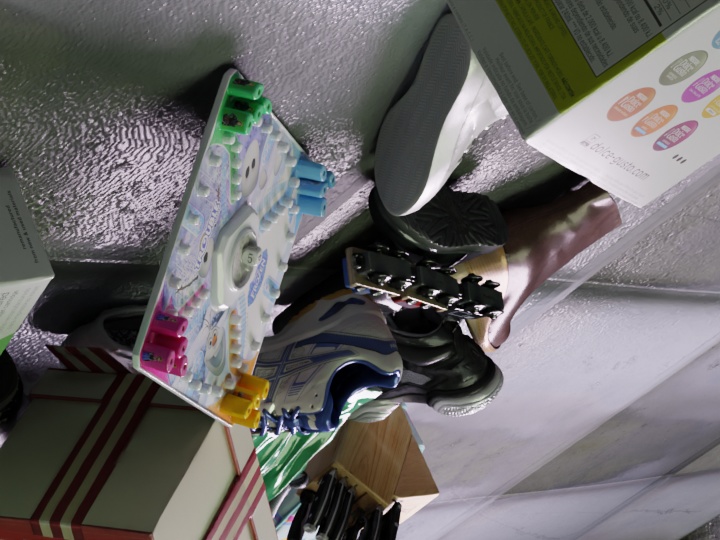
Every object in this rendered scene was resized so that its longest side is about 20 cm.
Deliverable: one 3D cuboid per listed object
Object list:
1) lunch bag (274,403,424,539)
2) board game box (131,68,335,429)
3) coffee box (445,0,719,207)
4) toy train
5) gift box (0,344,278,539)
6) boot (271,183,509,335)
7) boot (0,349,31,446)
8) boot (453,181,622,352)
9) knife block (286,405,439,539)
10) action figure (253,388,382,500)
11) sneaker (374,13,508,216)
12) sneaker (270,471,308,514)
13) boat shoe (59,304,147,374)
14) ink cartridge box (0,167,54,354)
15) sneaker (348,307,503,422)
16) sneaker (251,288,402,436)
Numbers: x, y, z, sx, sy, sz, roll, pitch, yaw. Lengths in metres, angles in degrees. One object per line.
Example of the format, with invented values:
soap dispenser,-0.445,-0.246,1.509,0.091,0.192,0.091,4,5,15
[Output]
lunch bag,-0.032,0.210,1.971,0.159,0.078,0.200,-12,155,-38
board game box,-0.079,-0.007,1.278,0.026,0.202,0.200,14,168,18
coffee box,0.162,-0.187,1.091,0.197,0.201,0.199,-34,158,18
toy train,0.046,0.011,1.482,0.045,0.034,0.199,-16,161,33
gift box,-0.182,0.173,1.393,0.187,0.198,0.186,-60,152,-49
boot,0.001,0.000,1.549,0.199,0.066,0.164,-31,153,30
boot,-0.333,0.134,1.431,0.202,0.074,0.154,-27,161,-3
boot,0.161,-0.003,1.705,0.165,0.073,0.200,-26,156,2
knife block,-0.019,0.185,1.762,0.175,0.201,0.064,4,145,-47
action figure,-0.085,0.151,1.626,0.117,0.055,0.200,19,123,-35
sneaker,0.087,-0.112,1.360,0.115,0.074,0.200,-12,153,-28
sneaker,-0.145,0.197,1.725,0.199,0.115,0.076,-29,161,4
boat shoe,-0.142,0.056,1.498,0.199,0.073,0.068,8,144,-41
ink cartridge box,-0.310,0.018,1.167,0.199,0.088,0.145,-7,152,-38
sneaker,0.028,0.072,1.724,0.199,0.114,0.076,-4,-144,35
sneaker,-0.061,0.096,1.484,0.199,0.088,0.075,-32,149,-1
